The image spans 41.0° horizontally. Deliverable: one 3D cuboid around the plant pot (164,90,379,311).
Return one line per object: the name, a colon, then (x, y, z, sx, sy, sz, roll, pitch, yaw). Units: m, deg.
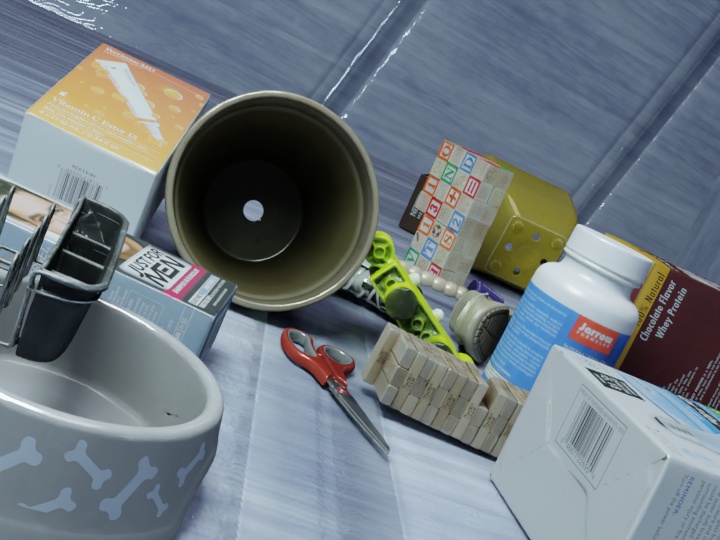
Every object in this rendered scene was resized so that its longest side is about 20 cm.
plant pot: (-0.098, -0.064, 0.956, 0.199, 0.202, 0.173, 23, -5, -14)

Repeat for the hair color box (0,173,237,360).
hair color box: (-0.195, 0.004, 0.684, 0.199, 0.061, 0.099, 25, 11, -3)

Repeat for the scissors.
scissors: (-0.026, 0.094, 0.785, 0.073, 0.014, 0.200, 25, 12, -17)

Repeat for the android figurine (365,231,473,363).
android figurine: (0.057, 0.042, 0.967, 0.183, 0.041, 0.200, 56, 6, -4)

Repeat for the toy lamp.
toy lamp: (0.101, 0.017, 1.306, 0.198, 0.059, 0.058, 21, 12, -11)

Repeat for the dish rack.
dish rack: (-0.221, -0.025, 0.475, 0.199, 0.055, 0.153, 22, 11, -15)

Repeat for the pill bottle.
pill bottle: (0.203, 0.062, 0.947, 0.111, 0.201, 0.112, 24, 11, -5)

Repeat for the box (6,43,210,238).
box: (-0.237, -0.121, 0.922, 0.124, 0.098, 0.201, 24, 29, -8)

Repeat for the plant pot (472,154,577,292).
plant pot: (0.284, -0.064, 1.777, 0.193, 0.197, 0.200, 23, 20, -12)

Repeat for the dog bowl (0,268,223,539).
dog bowl: (-0.161, 0.062, 0.502, 0.199, 0.059, 0.200, 24, 11, -5)

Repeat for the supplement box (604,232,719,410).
supplement box: (0.353, 0.095, 1.142, 0.199, 0.199, 0.133, 22, 11, -15)

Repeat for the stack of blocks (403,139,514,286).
stack of blocks: (0.140, -0.084, 1.474, 0.058, 0.201, 0.115, 13, 15, -39)

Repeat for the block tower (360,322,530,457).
block tower: (0.100, 0.117, 0.825, 0.199, 0.054, 0.058, 26, 10, -13)

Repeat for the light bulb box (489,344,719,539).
light bulb box: (0.229, 0.173, 0.697, 0.199, 0.126, 0.198, 21, 12, -16)

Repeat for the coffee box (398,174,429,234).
coffee box: (0.149, -0.128, 1.932, 0.079, 0.114, 0.200, 27, 11, 9)

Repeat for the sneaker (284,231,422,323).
sneaker: (0.000, 0.000, 1.103, 0.200, 0.076, 0.115, 19, 11, -44)

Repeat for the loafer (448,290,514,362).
loafer: (0.138, 0.063, 1.149, 0.068, 0.076, 0.200, 27, 2, 17)
